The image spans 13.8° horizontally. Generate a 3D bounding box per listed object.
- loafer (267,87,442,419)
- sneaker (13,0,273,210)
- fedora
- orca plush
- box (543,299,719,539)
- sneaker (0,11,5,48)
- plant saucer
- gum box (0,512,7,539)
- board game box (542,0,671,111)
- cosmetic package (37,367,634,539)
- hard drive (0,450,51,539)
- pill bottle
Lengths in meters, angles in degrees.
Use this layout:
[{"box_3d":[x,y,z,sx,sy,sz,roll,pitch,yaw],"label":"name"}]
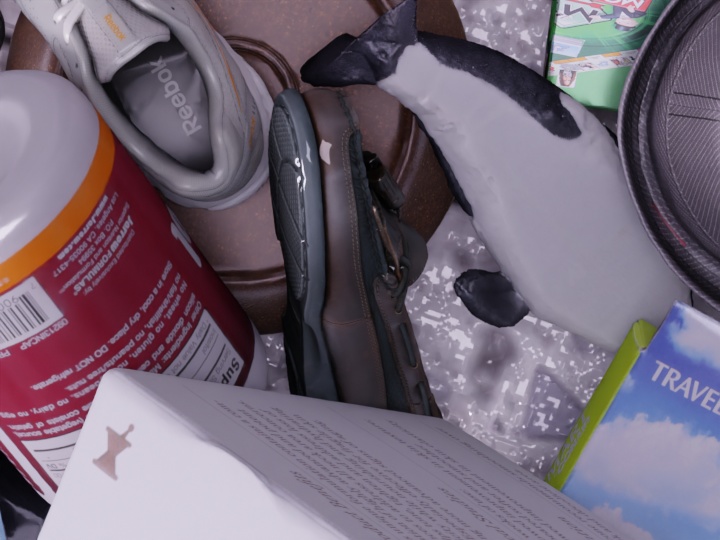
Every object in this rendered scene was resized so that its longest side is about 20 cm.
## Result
[{"box_3d":[0.000,0.000,1.198,0.063,0.072,0.200,-11,137,-9],"label":"loafer"},{"box_3d":[-0.102,-0.111,1.180,0.076,0.092,0.200,-39,93,4],"label":"sneaker"},{"box_3d":[0.205,-0.051,1.167,0.200,0.090,0.177,17,93,-12],"label":"fedora"},{"box_3d":[0.057,-0.040,1.224,0.200,0.071,0.105,28,101,-23],"label":"orca plush"},{"box_3d":[0.130,0.116,1.228,0.122,0.048,0.200,27,106,-6],"label":"box"},{"box_3d":[-0.228,-0.053,1.161,0.200,0.091,0.067,-18,137,-13],"label":"sneaker"},{"box_3d":[-0.052,-0.070,1.245,0.200,0.034,0.201,0,96,1],"label":"plant saucer"},{"box_3d":[-0.258,0.050,1.196,0.200,0.045,0.170,-11,82,-18],"label":"gum box"},{"box_3d":[0.181,-0.124,1.236,0.200,0.029,0.135,7,96,1],"label":"board game box"},{"box_3d":[-0.009,0.153,1.134,0.167,0.200,0.167,33,104,42],"label":"cosmetic package"},{"box_3d":[-0.215,0.156,1.264,0.135,0.042,0.200,29,95,-1],"label":"hard drive"},{"box_3d":[-0.108,0.026,1.183,0.113,0.113,0.200,-31,127,4],"label":"pill bottle"}]
